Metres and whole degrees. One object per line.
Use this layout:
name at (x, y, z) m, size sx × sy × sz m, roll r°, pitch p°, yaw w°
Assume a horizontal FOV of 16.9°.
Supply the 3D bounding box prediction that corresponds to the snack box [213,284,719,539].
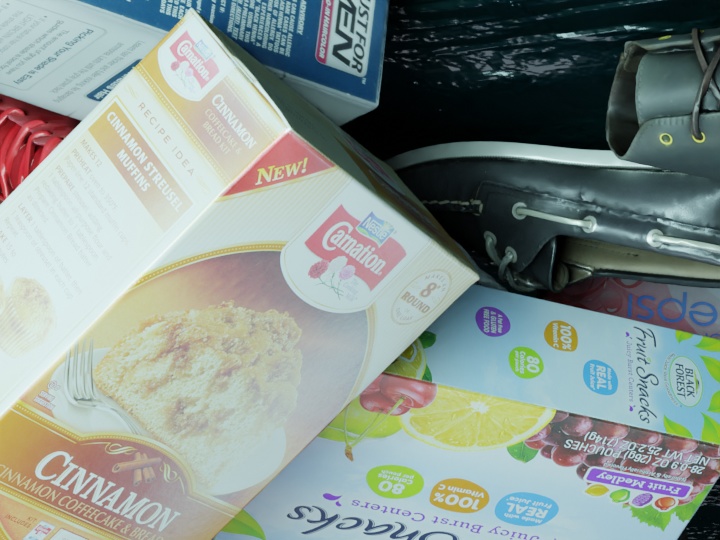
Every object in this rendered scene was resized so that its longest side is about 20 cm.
snack box at (0.044, 0.084, 1.077) m, size 0.198 × 0.068 × 0.169 m, roll 14°, pitch 137°, yaw -10°

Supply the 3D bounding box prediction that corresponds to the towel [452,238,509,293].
towel at (0.000, 0.000, 1.136) m, size 0.199 × 0.030 × 0.146 m, roll 13°, pitch 165°, yaw 35°

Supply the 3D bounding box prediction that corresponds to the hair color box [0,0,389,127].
hair color box at (-0.098, -0.102, 0.912) m, size 0.199 × 0.061 × 0.100 m, roll 18°, pitch 158°, yaw -28°

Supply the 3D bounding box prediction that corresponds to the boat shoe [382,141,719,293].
boat shoe at (0.091, -0.019, 1.077) m, size 0.198 × 0.061 × 0.074 m, roll 0°, pitch 164°, yaw 19°

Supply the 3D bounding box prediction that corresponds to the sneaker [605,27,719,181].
sneaker at (0.164, -0.069, 0.897) m, size 0.105 × 0.075 × 0.200 m, roll 8°, pitch 161°, yaw -11°

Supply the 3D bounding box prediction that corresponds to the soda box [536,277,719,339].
soda box at (0.184, 0.038, 1.190) m, size 0.198 × 0.071 × 0.063 m, roll 6°, pitch 161°, yaw 1°

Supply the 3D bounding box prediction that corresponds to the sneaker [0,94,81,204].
sneaker at (-0.142, -0.036, 1.000) m, size 0.115 × 0.079 × 0.200 m, roll 20°, pitch -175°, yaw -5°

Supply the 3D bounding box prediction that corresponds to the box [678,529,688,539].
box at (0.061, 0.129, 1.344) m, size 0.199 × 0.110 × 0.128 m, roll -27°, pitch 147°, yaw 28°

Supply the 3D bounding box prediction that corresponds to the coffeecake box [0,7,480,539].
coffeecake box at (-0.075, 0.024, 0.891) m, size 0.200 × 0.073 × 0.153 m, roll -45°, pitch 146°, yaw 7°
